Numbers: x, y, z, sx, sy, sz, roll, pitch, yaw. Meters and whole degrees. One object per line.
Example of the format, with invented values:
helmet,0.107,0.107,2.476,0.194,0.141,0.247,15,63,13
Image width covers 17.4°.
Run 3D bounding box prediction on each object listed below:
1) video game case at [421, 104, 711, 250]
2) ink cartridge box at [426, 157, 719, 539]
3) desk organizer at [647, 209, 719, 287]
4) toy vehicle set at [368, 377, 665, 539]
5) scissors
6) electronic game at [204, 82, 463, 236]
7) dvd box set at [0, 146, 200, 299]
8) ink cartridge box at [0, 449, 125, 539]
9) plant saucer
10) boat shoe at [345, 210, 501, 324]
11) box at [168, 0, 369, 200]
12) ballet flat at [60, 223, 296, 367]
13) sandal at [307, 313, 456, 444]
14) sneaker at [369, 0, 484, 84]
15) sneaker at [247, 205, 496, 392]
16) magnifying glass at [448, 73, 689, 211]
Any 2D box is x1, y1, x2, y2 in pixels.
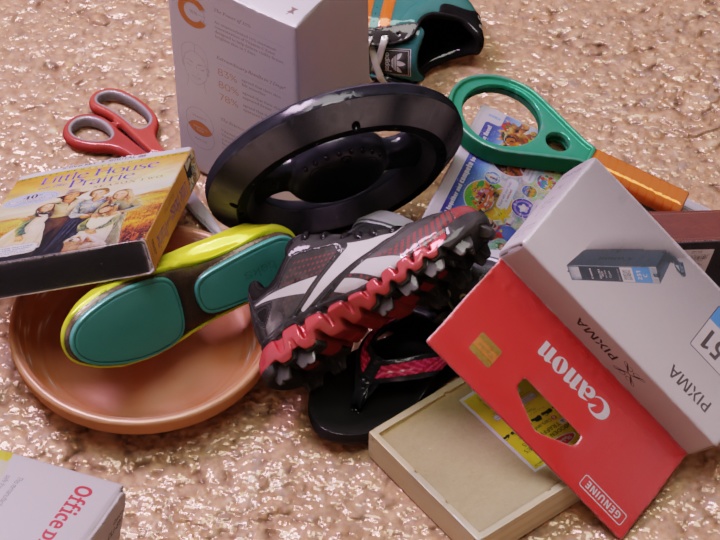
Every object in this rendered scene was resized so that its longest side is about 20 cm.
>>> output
video game case,0.157,-0.037,1.790,0.199,0.018,0.144,25,50,4
ink cartridge box,0.172,0.054,1.629,0.200,0.045,0.176,45,64,-7
desk organizer,0.279,-0.028,1.752,0.199,0.072,0.077,-2,50,-13
toy vehicle set,0.121,0.114,1.673,0.199,0.027,0.124,-29,52,-24
scissors,-0.157,-0.088,1.882,0.200,0.014,0.073,32,52,29
electronic game,-0.019,-0.080,1.748,0.199,0.200,0.042,-13,66,-12
dvd box set,-0.206,-0.036,1.749,0.145,0.030,0.200,-9,21,10
ink cartridge box,-0.272,0.183,1.542,0.199,0.084,0.145,15,29,10
plant saucer,-0.158,0.047,1.736,0.199,0.038,0.201,0,47,0
boat shoe,0.066,0.015,1.703,0.199,0.069,0.057,21,38,31
box,-0.069,-0.159,1.820,0.124,0.201,0.098,27,52,24
ballet flat,-0.136,0.014,1.708,0.199,0.067,0.067,-23,29,-24
sandal,0.039,0.057,1.716,0.200,0.045,0.075,-32,54,-27
sneaker,0.009,-0.188,1.935,0.199,0.072,0.080,-18,44,-18
sneaker,0.000,0.000,1.665,0.200,0.071,0.098,-33,66,18
magnifying glass,0.158,-0.093,1.810,0.199,0.022,0.080,27,50,5
